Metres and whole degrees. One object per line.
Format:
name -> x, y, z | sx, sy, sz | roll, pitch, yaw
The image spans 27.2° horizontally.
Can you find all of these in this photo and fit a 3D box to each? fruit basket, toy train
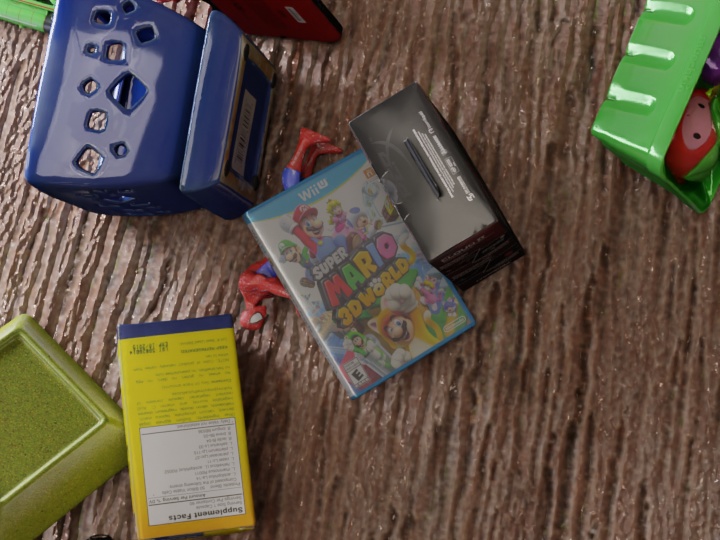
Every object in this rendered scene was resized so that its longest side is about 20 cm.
fruit basket -> 0.339, -0.151, 1.330 | 0.215, 0.155, 0.216 | -9, 71, 28
toy train -> -0.385, -0.293, 1.576 | 0.199, 0.042, 0.057 | 18, 96, 16

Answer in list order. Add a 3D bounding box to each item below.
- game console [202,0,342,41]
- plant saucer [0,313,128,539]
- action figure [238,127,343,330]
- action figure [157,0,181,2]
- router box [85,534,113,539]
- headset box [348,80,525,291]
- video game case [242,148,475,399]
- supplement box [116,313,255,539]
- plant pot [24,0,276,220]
game console -> -0.111, -0.307, 1.426 | 0.172, 0.200, 0.119 | 8, 84, 15
plant saucer -> -0.339, 0.150, 1.440 | 0.200, 0.048, 0.200 | 43, 61, 16
action figure -> -0.051, -0.027, 1.438 | 0.099, 0.065, 0.200 | 23, 87, 20
action figure -> -0.187, -0.295, 1.445 | 0.052, 0.200, 0.066 | -18, 110, 5
router box -> -0.271, 0.378, 1.431 | 0.150, 0.062, 0.200 | -30, 76, 6
headset box -> 0.071, -0.073, 1.346 | 0.075, 0.200, 0.149 | -31, 75, 7
video game case -> 0.000, 0.000, 1.396 | 0.143, 0.018, 0.200 | -30, 87, -19
supplement box -> -0.167, 0.151, 1.402 | 0.108, 0.110, 0.201 | -5, 79, -10
plant pot -> -0.189, -0.151, 1.428 | 0.179, 0.200, 0.201 | 9, 84, 10
